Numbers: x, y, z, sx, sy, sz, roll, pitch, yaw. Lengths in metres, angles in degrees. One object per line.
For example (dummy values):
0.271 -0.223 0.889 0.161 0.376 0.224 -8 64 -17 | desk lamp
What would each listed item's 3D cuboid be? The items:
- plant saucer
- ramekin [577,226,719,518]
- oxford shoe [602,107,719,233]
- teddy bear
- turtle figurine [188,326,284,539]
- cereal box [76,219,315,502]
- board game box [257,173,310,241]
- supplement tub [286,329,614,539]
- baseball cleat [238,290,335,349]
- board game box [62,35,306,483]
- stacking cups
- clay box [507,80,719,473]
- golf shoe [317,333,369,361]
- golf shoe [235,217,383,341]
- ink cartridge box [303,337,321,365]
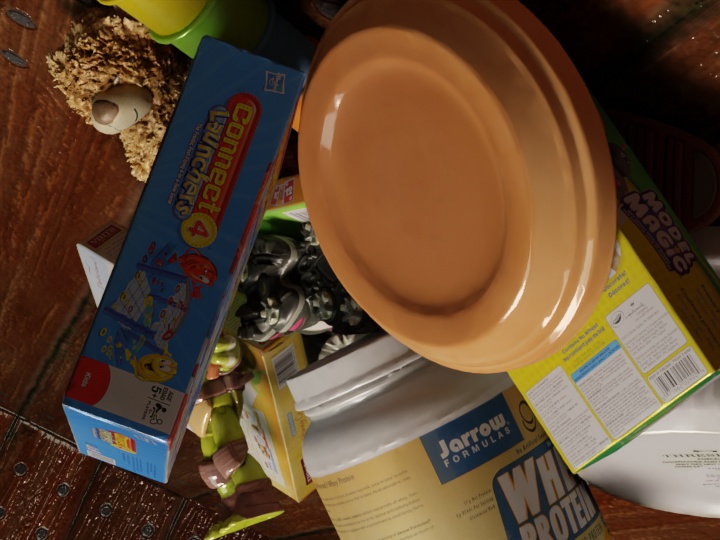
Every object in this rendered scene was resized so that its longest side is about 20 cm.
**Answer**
0.035 -0.043 0.802 0.200 0.037 0.201 24 124 41 | plant saucer
0.199 0.064 0.908 0.199 0.106 0.200 7 157 3 | ramekin
0.116 -0.049 0.878 0.199 0.071 0.075 7 -177 42 | oxford shoe
-0.105 -0.086 1.043 0.144 0.067 0.200 11 159 34 | teddy bear
-0.102 0.089 1.073 0.064 0.162 0.200 -15 171 -33 | turtle figurine
-0.110 0.061 1.164 0.199 0.039 0.145 29 144 37 | cereal box
-0.051 -0.026 1.075 0.095 0.030 0.199 22 158 -36 | board game box
0.054 0.127 0.963 0.201 0.144 0.145 64 159 -1 | supplement tub
-0.069 -0.010 1.208 0.199 0.070 0.106 28 164 -1 | baseball cleat
-0.094 0.003 0.887 0.056 0.197 0.200 20 166 -2 | board game box
-0.051 -0.120 0.899 0.060 0.061 0.200 6 160 48 | stacking cups
0.094 -0.015 0.813 0.201 0.047 0.115 59 138 13 | clay box
0.058 0.088 1.089 0.199 0.079 0.097 23 -175 -13 | golf shoe
0.000 0.000 0.993 0.088 0.078 0.200 -1 177 -32 | golf shoe
0.015 0.100 1.251 0.161 0.050 0.200 35 -162 29 | ink cartridge box
